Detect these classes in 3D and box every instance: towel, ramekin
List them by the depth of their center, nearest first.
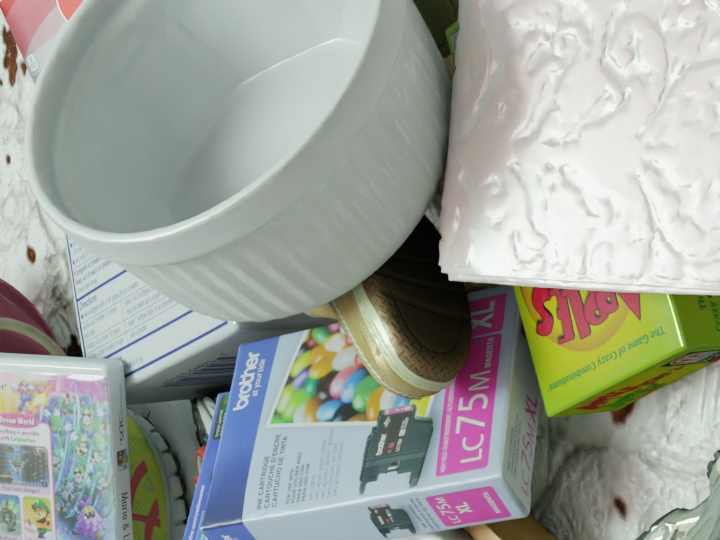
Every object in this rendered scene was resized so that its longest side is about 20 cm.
[{"bbox_3d":[0.122,-0.090,0.841,0.190,0.032,0.202,4,88,36],"label":"towel"},{"bbox_3d":[-0.049,-0.071,0.919,0.199,0.105,0.202,-19,50,24],"label":"ramekin"}]

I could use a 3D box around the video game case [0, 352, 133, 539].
[{"bbox_3d":[-0.225,0.141,1.184,0.198,0.024,0.184,2,98,27],"label":"video game case"}]

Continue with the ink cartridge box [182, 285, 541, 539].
[{"bbox_3d":[-0.006,0.080,0.974,0.198,0.042,0.120,-15,44,27],"label":"ink cartridge box"}]

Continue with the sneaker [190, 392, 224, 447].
[{"bbox_3d":[-0.047,0.113,1.136,0.200,0.079,0.075,-155,47,-68],"label":"sneaker"}]

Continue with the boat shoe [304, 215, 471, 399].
[{"bbox_3d":[0.000,0.000,0.976,0.076,0.071,0.201,-45,34,24],"label":"boat shoe"}]

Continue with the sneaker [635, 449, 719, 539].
[{"bbox_3d":[0.184,0.110,0.809,0.087,0.077,0.201,54,141,22],"label":"sneaker"}]

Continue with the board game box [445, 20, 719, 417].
[{"bbox_3d":[0.109,-0.044,0.913,0.101,0.047,0.202,-33,65,50],"label":"board game box"}]

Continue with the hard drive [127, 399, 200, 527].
[{"bbox_3d":[-0.126,0.151,1.280,0.200,0.025,0.133,55,134,38],"label":"hard drive"}]

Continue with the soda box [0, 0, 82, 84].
[{"bbox_3d":[-0.124,-0.184,1.162,0.199,0.070,0.064,-31,81,33],"label":"soda box"}]

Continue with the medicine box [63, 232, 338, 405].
[{"bbox_3d":[-0.093,-0.039,1.154,0.182,0.102,0.202,-27,70,52],"label":"medicine box"}]

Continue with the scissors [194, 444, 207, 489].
[{"bbox_3d":[-0.055,0.180,1.066,0.074,0.014,0.201,96,153,-48],"label":"scissors"}]

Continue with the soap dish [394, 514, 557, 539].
[{"bbox_3d":[0.046,0.184,0.988,0.200,0.081,0.159,40,124,47],"label":"soap dish"}]

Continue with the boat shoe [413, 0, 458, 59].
[{"bbox_3d":[-0.031,-0.156,1.025,0.198,0.068,0.075,14,113,17],"label":"boat shoe"}]

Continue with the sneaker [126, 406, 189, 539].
[{"bbox_3d":[-0.157,0.175,1.226,0.078,0.090,0.202,-46,54,48],"label":"sneaker"}]

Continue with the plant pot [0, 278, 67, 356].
[{"bbox_3d":[-0.278,0.093,1.330,0.179,0.198,0.202,1,93,60],"label":"plant pot"}]

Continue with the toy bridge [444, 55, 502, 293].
[{"bbox_3d":[0.040,-0.073,1.026,0.067,0.027,0.202,-42,57,46],"label":"toy bridge"}]
